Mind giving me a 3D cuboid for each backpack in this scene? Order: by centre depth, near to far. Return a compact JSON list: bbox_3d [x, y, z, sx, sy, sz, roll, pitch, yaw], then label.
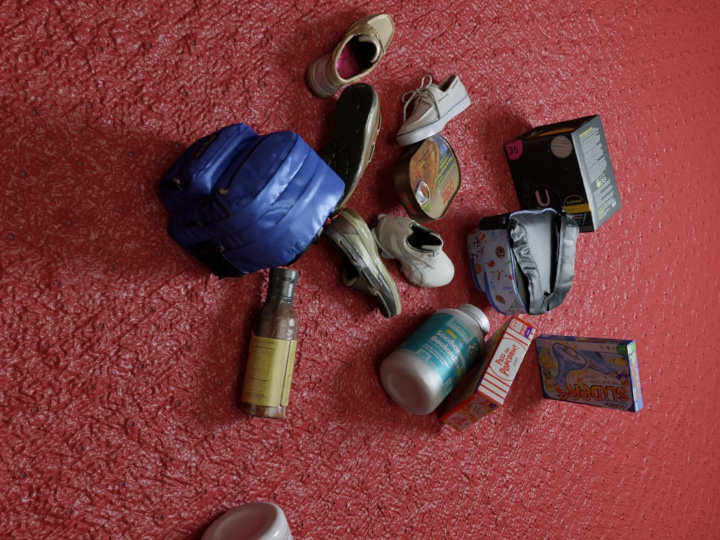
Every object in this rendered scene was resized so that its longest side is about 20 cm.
[{"bbox_3d":[-0.135,-0.084,0.771,0.168,0.200,0.163,43,63,-32],"label":"backpack"},{"bbox_3d":[0.293,-0.011,1.183,0.200,0.154,0.191,-8,87,-35],"label":"backpack"}]

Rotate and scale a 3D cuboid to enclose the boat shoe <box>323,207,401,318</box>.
[{"bbox_3d":[0.000,0.000,0.982,0.066,0.072,0.201,-35,123,-15],"label":"boat shoe"}]

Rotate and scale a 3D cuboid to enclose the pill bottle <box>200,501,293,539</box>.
[{"bbox_3d":[-0.124,0.414,0.829,0.112,0.112,0.200,-26,106,-39],"label":"pill bottle"}]

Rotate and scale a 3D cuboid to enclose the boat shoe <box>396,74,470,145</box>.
[{"bbox_3d":[0.115,-0.283,1.081,0.202,0.075,0.086,-42,116,-36],"label":"boat shoe"}]

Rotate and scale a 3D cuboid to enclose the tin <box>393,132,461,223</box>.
[{"bbox_3d":[0.114,-0.154,1.067,0.112,0.042,0.200,55,38,-16],"label":"tin"}]

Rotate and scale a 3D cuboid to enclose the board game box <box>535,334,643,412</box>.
[{"bbox_3d":[0.453,0.201,1.287,0.034,0.200,0.136,-18,100,-40],"label":"board game box"}]

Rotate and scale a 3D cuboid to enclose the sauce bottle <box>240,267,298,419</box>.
[{"bbox_3d":[-0.117,0.097,0.874,0.066,0.066,0.200,17,77,-40],"label":"sauce bottle"}]

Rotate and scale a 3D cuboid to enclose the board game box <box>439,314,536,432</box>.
[{"bbox_3d":[0.212,0.179,1.085,0.046,0.200,0.152,31,62,5],"label":"board game box"}]

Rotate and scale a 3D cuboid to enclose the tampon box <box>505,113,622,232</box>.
[{"bbox_3d":[0.406,-0.187,1.286,0.126,0.150,0.200,-33,110,-38],"label":"tampon box"}]

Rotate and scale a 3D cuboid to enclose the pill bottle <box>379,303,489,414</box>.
[{"bbox_3d":[0.131,0.136,1.062,0.200,0.111,0.111,-39,114,-35],"label":"pill bottle"}]

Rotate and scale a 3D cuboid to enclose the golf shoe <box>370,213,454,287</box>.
[{"bbox_3d":[0.105,-0.026,1.053,0.200,0.097,0.078,29,69,-39],"label":"golf shoe"}]

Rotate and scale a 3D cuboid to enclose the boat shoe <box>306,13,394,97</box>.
[{"bbox_3d":[0.003,-0.334,0.984,0.200,0.069,0.074,-53,121,-29],"label":"boat shoe"}]

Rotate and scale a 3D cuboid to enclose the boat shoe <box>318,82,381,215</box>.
[{"bbox_3d":[-0.012,-0.177,0.966,0.074,0.076,0.200,29,80,-67],"label":"boat shoe"}]
